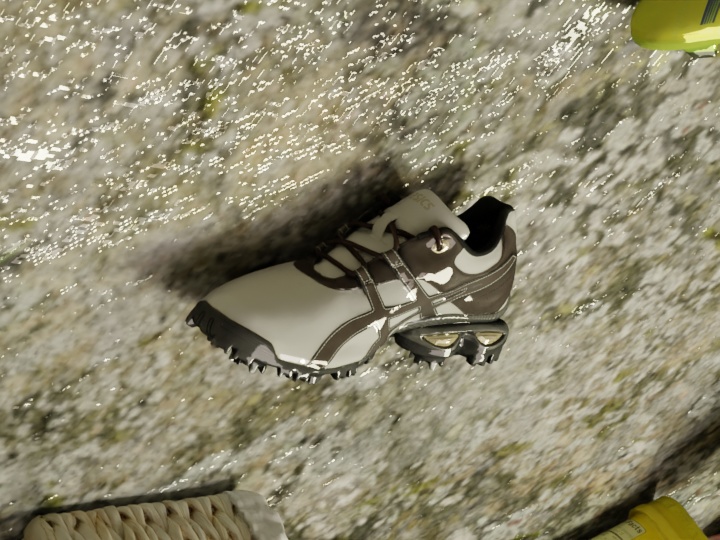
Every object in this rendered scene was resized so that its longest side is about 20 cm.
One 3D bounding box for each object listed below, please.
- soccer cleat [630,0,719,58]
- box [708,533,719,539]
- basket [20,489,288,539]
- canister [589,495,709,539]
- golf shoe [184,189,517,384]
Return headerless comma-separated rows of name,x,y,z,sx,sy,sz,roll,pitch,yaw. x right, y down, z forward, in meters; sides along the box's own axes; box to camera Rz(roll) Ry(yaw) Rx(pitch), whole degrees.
soccer cleat,0.217,-0.172,1.038,0.200,0.065,0.084,-26,119,-10
box,0.377,0.252,1.661,0.200,0.103,0.095,-20,149,24
basket,-0.118,0.251,1.131,0.161,0.200,0.198,6,129,-43
canister,0.174,0.270,1.514,0.200,0.149,0.087,-24,148,-17
golf shoe,0.000,0.000,1.037,0.200,0.078,0.095,-6,121,-45
